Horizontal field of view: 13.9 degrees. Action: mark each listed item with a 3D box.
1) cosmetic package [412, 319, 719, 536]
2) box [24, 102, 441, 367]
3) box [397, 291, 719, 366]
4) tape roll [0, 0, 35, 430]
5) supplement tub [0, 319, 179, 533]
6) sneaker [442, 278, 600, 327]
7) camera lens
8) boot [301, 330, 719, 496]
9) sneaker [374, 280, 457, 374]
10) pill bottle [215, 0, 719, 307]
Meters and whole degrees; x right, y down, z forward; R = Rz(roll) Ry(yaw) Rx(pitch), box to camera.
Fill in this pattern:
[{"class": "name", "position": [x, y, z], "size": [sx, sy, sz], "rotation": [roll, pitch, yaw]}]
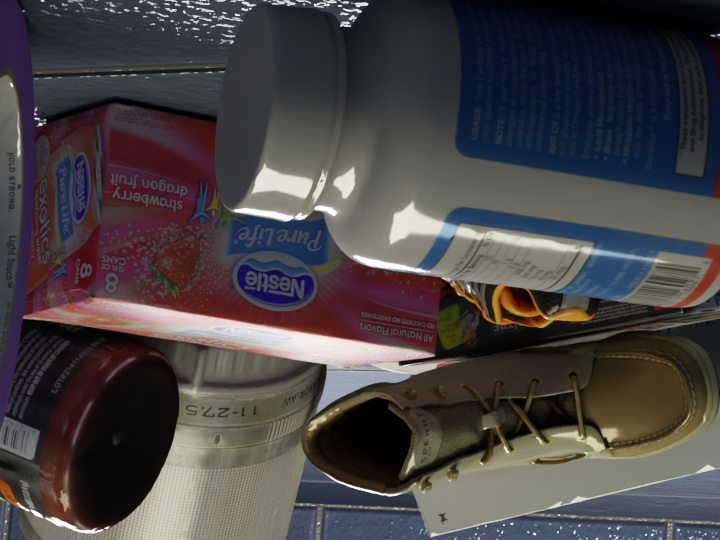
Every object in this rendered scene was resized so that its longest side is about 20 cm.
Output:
[{"class": "cosmetic package", "position": [0.137, 0.086, 1.797], "size": [0.200, 0.052, 0.151], "rotation": [-15, -157, 15]}, {"class": "box", "position": [-0.063, -0.014, 1.494], "size": [0.200, 0.103, 0.095], "rotation": [11, 169, -30]}, {"class": "box", "position": [0.129, 0.021, 1.685], "size": [0.200, 0.035, 0.110], "rotation": [-12, 174, 38]}, {"class": "tape roll", "position": [-0.182, -0.017, 1.215], "size": [0.065, 0.201, 0.200], "rotation": [4, 171, 1]}, {"class": "supplement tub", "position": [-0.203, 0.060, 1.574], "size": [0.200, 0.107, 0.107], "rotation": [20, 179, 27]}, {"class": "sneaker", "position": [0.079, -0.006, 1.554], "size": [0.078, 0.077, 0.200], "rotation": [5, 173, -14]}, {"class": "camera lens", "position": [-0.107, 0.085, 1.688], "size": [0.160, 0.200, 0.160], "rotation": [10, -149, -6]}, {"class": "boot", "position": [0.083, 0.081, 1.631], "size": [0.200, 0.072, 0.155], "rotation": [-7, -178, 41]}, {"class": "sneaker", "position": [-0.003, 0.024, 1.857], "size": [0.200, 0.079, 0.115], "rotation": [-4, 168, -28]}, {"class": "pill bottle", "position": [0.049, -0.051, 1.162], "size": [0.200, 0.113, 0.112], "rotation": [8, 171, -18]}]
